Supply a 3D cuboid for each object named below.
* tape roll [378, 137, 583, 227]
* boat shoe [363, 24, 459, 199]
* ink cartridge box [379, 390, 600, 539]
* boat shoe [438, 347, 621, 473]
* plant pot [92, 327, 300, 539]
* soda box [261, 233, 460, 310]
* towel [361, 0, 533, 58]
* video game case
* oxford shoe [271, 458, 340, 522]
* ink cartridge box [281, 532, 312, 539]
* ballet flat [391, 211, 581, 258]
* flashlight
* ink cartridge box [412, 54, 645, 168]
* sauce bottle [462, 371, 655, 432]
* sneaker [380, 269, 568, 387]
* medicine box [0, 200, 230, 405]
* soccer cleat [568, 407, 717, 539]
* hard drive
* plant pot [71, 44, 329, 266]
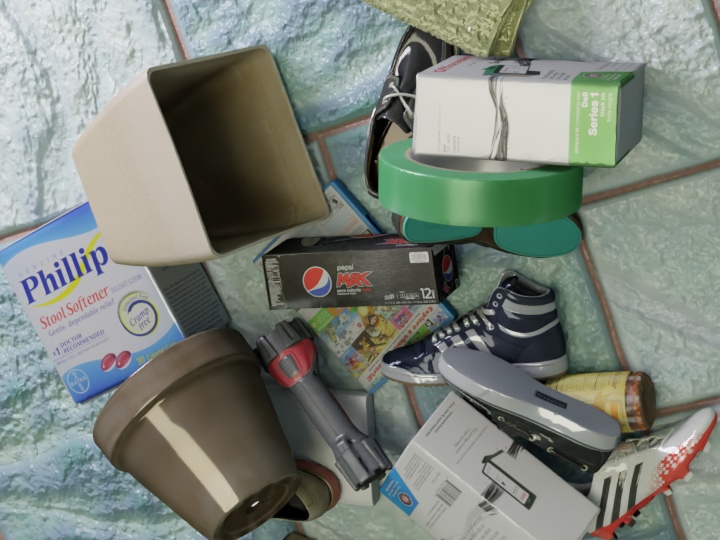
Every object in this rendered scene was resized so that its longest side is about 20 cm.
[{"bbox_3d":[0.118,-0.091,1.593,0.200,0.200,0.048,6,108,21],"label":"tape roll"},{"bbox_3d":[0.050,-0.168,1.674,0.072,0.068,0.201,23,109,16],"label":"boat shoe"},{"bbox_3d":[0.134,0.244,1.723,0.200,0.084,0.146,38,148,7],"label":"ink cartridge box"},{"bbox_3d":[0.164,0.144,1.648,0.200,0.069,0.057,26,118,11],"label":"boat shoe"},{"bbox_3d":[-0.161,0.192,1.752,0.200,0.200,0.174,-49,67,27],"label":"plant pot"},{"bbox_3d":[0.000,0.000,1.724,0.199,0.071,0.064,-2,106,24],"label":"soda box"},{"bbox_3d":[0.083,-0.307,1.619,0.200,0.036,0.149,25,98,12],"label":"towel"},{"bbox_3d":[-0.007,0.019,1.784,0.200,0.018,0.143,48,117,4],"label":"video game case"},{"bbox_3d":[-0.126,0.237,1.839,0.199,0.075,0.071,9,109,21],"label":"oxford shoe"},{"bbox_3d":[-0.035,0.427,1.889,0.164,0.075,0.201,14,111,18],"label":"ink cartridge box"},{"bbox_3d":[0.127,-0.058,1.661,0.199,0.068,0.068,7,116,-15],"label":"ballet flat"},{"bbox_3d":[-0.039,0.148,1.784,0.200,0.068,0.068,53,150,15],"label":"flashlight"},{"bbox_3d":[0.164,-0.157,1.578,0.199,0.146,0.085,5,106,18],"label":"ink cartridge box"},{"bbox_3d":[0.206,0.142,1.704,0.199,0.066,0.066,-7,103,26],"label":"sauce bottle"},{"bbox_3d":[0.115,0.060,1.708,0.199,0.070,0.109,-3,109,12],"label":"sneaker"},{"bbox_3d":[-0.282,0.021,1.855,0.182,0.103,0.200,-26,95,27],"label":"medicine box"},{"bbox_3d":[0.287,0.200,1.686,0.085,0.069,0.200,41,122,2],"label":"soccer cleat"},{"bbox_3d":[-0.077,0.196,1.863,0.199,0.027,0.132,3,106,23],"label":"hard drive"},{"bbox_3d":[-0.186,-0.106,1.726,0.177,0.200,0.201,-18,93,38],"label":"plant pot"}]
